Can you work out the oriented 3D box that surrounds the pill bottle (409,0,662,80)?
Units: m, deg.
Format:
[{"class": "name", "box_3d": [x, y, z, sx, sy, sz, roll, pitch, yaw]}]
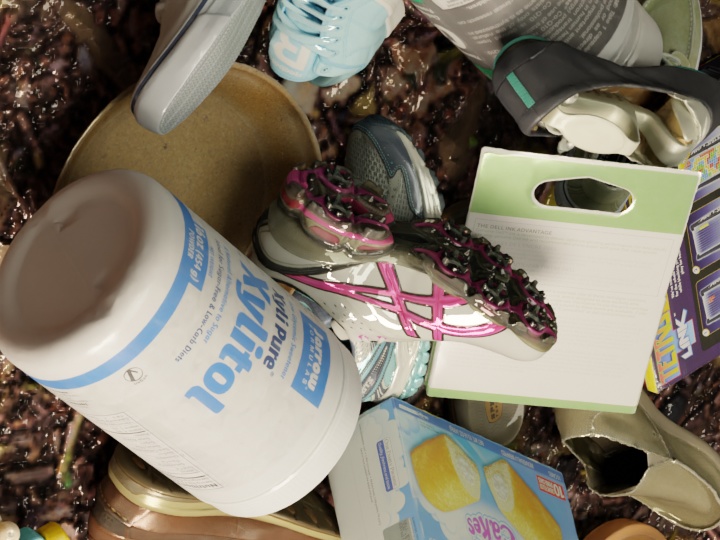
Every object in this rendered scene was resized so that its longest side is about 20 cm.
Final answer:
[{"class": "pill bottle", "box_3d": [0.102, -0.180, 1.572, 0.200, 0.113, 0.113, 40, 82, -41]}]

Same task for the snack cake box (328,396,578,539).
[{"class": "snack cake box", "box_3d": [0.068, 0.174, 1.674, 0.067, 0.115, 0.200, -32, 144, 27]}]

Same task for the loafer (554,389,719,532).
[{"class": "loafer", "box_3d": [0.199, 0.139, 1.798, 0.200, 0.076, 0.068, 41, 52, -32]}]

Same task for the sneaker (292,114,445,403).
[{"class": "sneaker", "box_3d": [0.000, 0.000, 1.590, 0.086, 0.078, 0.200, -13, 116, -31]}]

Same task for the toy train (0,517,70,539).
[{"class": "toy train", "box_3d": [-0.260, 0.189, 1.476, 0.200, 0.056, 0.150, 29, 90, -39]}]

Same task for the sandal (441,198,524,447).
[{"class": "sandal", "box_3d": [0.089, 0.042, 1.692, 0.082, 0.055, 0.200, -22, 121, -31]}]

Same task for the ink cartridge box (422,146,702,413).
[{"class": "ink cartridge box", "box_3d": [0.127, 0.000, 1.602, 0.145, 0.048, 0.200, 6, 124, -7]}]

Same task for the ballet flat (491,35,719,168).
[{"class": "ballet flat", "box_3d": [0.166, -0.095, 1.553, 0.200, 0.073, 0.073, 10, 101, -39]}]

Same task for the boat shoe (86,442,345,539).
[{"class": "boat shoe", "box_3d": [-0.093, 0.159, 1.590, 0.200, 0.072, 0.068, 16, 114, -44]}]

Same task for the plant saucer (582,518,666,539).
[{"class": "plant saucer", "box_3d": [0.188, 0.285, 1.849, 0.200, 0.032, 0.201, -20, 115, -51]}]

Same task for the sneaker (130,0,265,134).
[{"class": "sneaker", "box_3d": [-0.091, -0.172, 1.445, 0.200, 0.071, 0.073, -61, 173, -19]}]

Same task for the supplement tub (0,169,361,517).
[{"class": "supplement tub", "box_3d": [-0.105, 0.044, 1.438, 0.200, 0.132, 0.132, 40, 81, -41]}]

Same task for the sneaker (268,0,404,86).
[{"class": "sneaker", "box_3d": [-0.020, -0.148, 1.463, 0.082, 0.074, 0.200, -57, 167, -3]}]

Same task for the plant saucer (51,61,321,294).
[{"class": "plant saucer", "box_3d": [-0.113, -0.035, 1.511, 0.200, 0.035, 0.200, -16, 117, -34]}]

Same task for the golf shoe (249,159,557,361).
[{"class": "golf shoe", "box_3d": [0.026, 0.010, 1.536, 0.200, 0.073, 0.092, 27, 120, -11]}]

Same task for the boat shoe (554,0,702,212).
[{"class": "boat shoe", "box_3d": [0.190, -0.119, 1.662, 0.072, 0.062, 0.200, 26, 67, -11]}]

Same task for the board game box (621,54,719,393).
[{"class": "board game box", "box_3d": [0.242, -0.037, 1.782, 0.165, 0.057, 0.200, -28, 123, -25]}]
